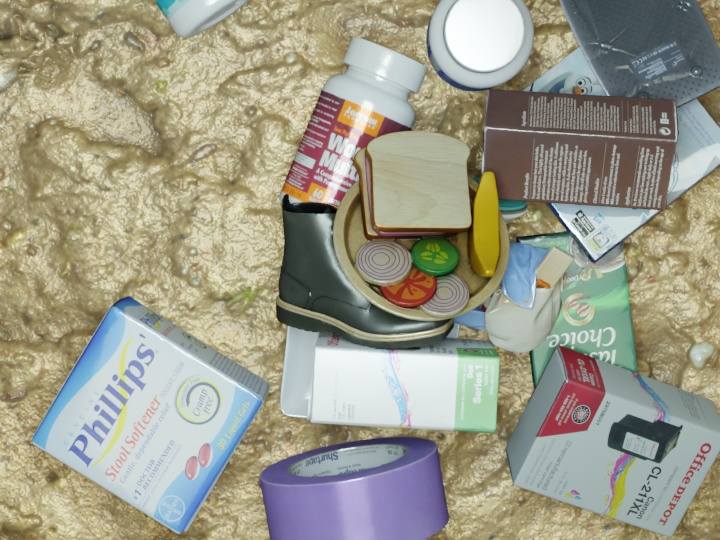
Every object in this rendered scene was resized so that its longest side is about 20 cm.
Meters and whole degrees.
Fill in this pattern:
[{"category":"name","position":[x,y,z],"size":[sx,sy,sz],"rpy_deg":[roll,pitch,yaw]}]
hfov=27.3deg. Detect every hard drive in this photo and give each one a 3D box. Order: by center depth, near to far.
[{"category":"hard drive","position":[0.300,-0.263,1.611],"size":[0.134,0.042,0.201],"rpy_deg":[-26,82,1]}]

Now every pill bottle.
[{"category":"pill bottle","position":[0.127,-0.249,1.579],"size":[0.111,0.200,0.113],"rpy_deg":[0,96,0]},{"category":"pill bottle","position":[-0.205,-0.364,1.618],"size":[0.110,0.111,0.201],"rpy_deg":[-33,93,3]},{"category":"pill bottle","position":[-0.005,-0.147,1.635],"size":[0.109,0.110,0.201],"rpy_deg":[22,95,-1]}]

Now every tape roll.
[{"category":"tape roll","position":[-0.007,0.248,1.626],"size":[0.199,0.200,0.086],"rpy_deg":[-9,95,1]}]

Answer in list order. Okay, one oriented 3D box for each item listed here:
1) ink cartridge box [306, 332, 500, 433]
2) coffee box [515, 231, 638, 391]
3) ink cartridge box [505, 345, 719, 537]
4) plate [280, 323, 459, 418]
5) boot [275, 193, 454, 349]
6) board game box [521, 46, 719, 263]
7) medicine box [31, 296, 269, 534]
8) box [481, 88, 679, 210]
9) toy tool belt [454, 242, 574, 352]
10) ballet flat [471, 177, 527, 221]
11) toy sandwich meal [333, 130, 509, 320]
[{"category":"ink cartridge box","position":[0.046,0.118,1.609],"size":[0.198,0.145,0.085],"rpy_deg":[3,95,0]},{"category":"coffee box","position":[0.247,0.055,1.683],"size":[0.122,0.044,0.202],"rpy_deg":[-6,95,1]},{"category":"ink cartridge box","position":[0.282,0.190,1.643],"size":[0.199,0.083,0.146],"rpy_deg":[19,112,-10]},{"category":"plate","position":[0.014,0.074,1.694],"size":[0.198,0.032,0.201],"rpy_deg":[5,96,0]},{"category":"boot","position":[0.000,0.000,1.559],"size":[0.199,0.077,0.139],"rpy_deg":[7,112,18]},{"category":"board game box","position":[0.275,-0.147,1.644],"size":[0.199,0.043,0.200],"rpy_deg":[-37,83,1]},{"category":"medicine box","position":[-0.233,0.160,1.669],"size":[0.199,0.103,0.183],"rpy_deg":[31,95,-3]},{"category":"box","position":[0.228,-0.127,1.566],"size":[0.198,0.075,0.101],"rpy_deg":[4,135,4]},{"category":"toy tool belt","position":[0.126,-0.001,1.604],"size":[0.199,0.125,0.123],"rpy_deg":[13,137,9]},{"category":"ballet flat","position":[0.093,-0.068,1.645],"size":[0.199,0.069,0.070],"rpy_deg":[3,96,-34]},{"category":"toy sandwich meal","position":[0.066,-0.048,1.513],"size":[0.204,0.070,0.206],"rpy_deg":[3,63,-6]}]
